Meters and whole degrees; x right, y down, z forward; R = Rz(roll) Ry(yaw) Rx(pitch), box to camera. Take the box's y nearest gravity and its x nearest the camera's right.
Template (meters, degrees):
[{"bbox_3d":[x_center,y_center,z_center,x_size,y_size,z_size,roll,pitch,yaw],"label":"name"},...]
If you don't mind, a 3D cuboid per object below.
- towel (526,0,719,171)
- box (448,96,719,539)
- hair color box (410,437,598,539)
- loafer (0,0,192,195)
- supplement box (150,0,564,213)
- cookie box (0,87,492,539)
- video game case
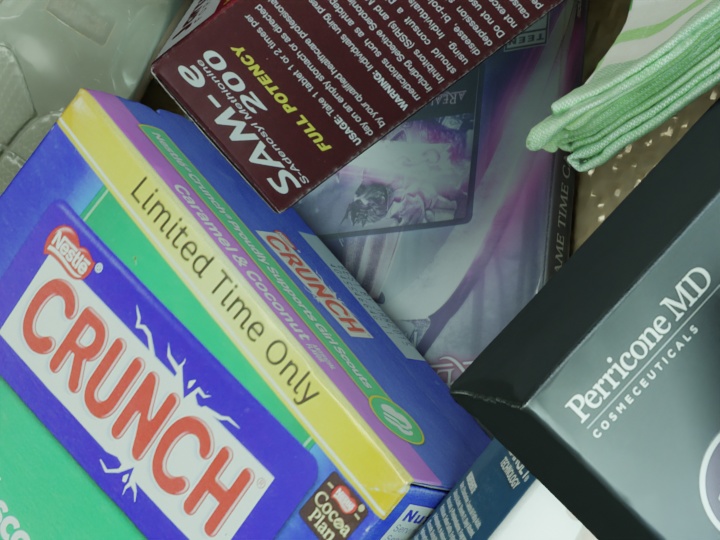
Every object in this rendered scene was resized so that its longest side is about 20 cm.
[{"bbox_3d":[0.126,-0.114,0.774,0.152,0.023,0.200,-35,14,41],"label":"towel"},{"bbox_3d":[0.142,0.005,0.704,0.200,0.141,0.079,-47,7,-7],"label":"box"},{"bbox_3d":[0.066,0.091,0.778,0.200,0.100,0.061,-52,10,6],"label":"hair color box"},{"bbox_3d":[-0.093,-0.074,0.993,0.072,0.063,0.200,40,110,9],"label":"loafer"},{"bbox_3d":[0.040,-0.111,0.837,0.200,0.061,0.109,-37,14,26],"label":"supplement box"},{"bbox_3d":[-0.073,0.079,0.879,0.200,0.075,0.171,-51,59,16],"label":"cookie box"},{"bbox_3d":[0.000,0.000,0.919,0.142,0.019,0.201,-6,68,33],"label":"video game case"}]
